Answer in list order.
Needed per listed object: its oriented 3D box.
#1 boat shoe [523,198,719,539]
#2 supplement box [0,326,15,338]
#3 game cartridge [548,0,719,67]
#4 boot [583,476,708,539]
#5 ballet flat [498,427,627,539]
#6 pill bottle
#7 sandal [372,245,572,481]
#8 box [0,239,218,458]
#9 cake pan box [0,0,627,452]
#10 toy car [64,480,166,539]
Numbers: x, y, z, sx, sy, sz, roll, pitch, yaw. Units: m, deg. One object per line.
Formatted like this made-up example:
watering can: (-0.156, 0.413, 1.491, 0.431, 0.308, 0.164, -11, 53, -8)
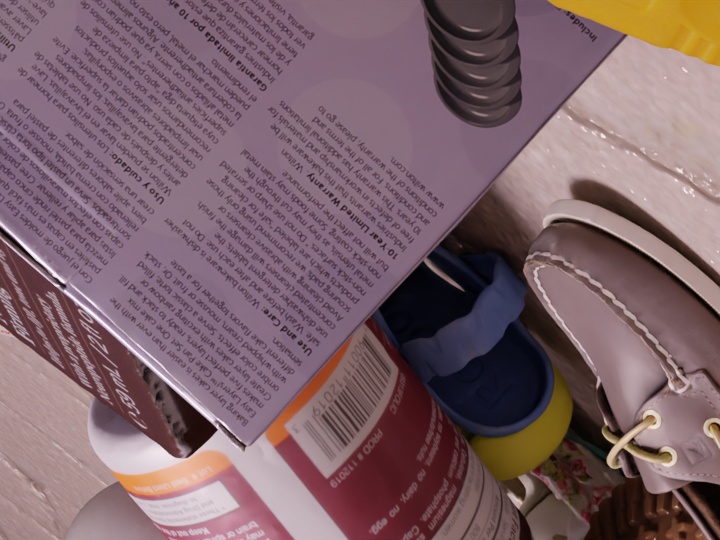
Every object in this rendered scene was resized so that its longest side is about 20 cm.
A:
boat shoe: (0.124, 0.060, 0.990, 0.200, 0.060, 0.072, 47, 163, -17)
supplement box: (-0.182, -0.035, 1.355, 0.126, 0.074, 0.200, 17, 160, 3)
game cartridge: (0.047, -0.115, 0.681, 0.199, 0.033, 0.176, 24, 163, 1)
boot: (0.136, 0.140, 1.126, 0.107, 0.075, 0.200, 14, 144, -24)
ballet flat: (0.064, 0.086, 1.186, 0.200, 0.064, 0.076, 40, 163, 5)
pill bottle: (-0.003, 0.100, 1.061, 0.200, 0.114, 0.114, 53, 160, -22)
sandal: (0.000, 0.000, 1.110, 0.200, 0.080, 0.087, 28, 154, 17)
box: (-0.093, -0.077, 0.953, 0.200, 0.164, 0.166, 34, 162, 25)
cake pan box: (-0.045, -0.079, 0.801, 0.200, 0.184, 0.052, 41, 175, -3)
toy car: (-0.090, 0.132, 1.394, 0.184, 0.200, 0.177, 43, 167, -5)
